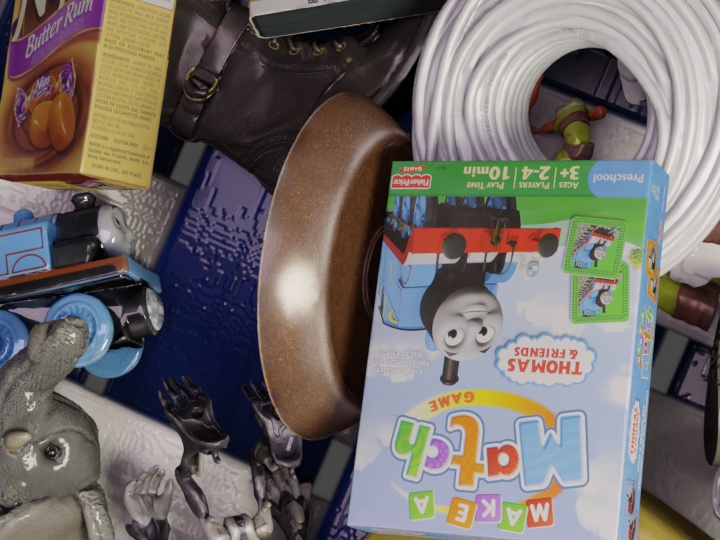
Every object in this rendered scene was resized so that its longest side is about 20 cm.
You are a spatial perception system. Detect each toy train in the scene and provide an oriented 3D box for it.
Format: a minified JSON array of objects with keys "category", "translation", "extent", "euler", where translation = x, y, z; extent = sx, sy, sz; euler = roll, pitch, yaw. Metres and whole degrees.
[{"category":"toy train","translation":[-0.223,0.019,1.124],"extent":[0.199,0.087,0.115],"euler":[-12,78,10]}]

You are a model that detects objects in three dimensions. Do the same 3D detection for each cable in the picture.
[{"category":"cable","translation":[0.124,-0.085,0.992],"extent":[0.199,0.069,0.202],"euler":[-5,90,26]}]

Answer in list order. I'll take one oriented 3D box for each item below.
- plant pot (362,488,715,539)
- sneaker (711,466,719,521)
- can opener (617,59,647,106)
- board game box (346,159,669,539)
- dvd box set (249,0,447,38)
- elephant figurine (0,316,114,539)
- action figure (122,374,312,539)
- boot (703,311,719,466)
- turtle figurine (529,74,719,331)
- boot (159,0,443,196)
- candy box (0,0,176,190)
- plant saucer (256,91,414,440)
[{"category":"plant pot","translation":[0.102,0.195,0.997],"extent":[0.200,0.195,0.195],"euler":[41,95,18]},{"category":"sneaker","translation":[0.227,0.133,0.971],"extent":[0.081,0.200,0.076],"euler":[14,97,19]},{"category":"can opener","translation":[0.228,-0.116,1.002],"extent":[0.199,0.066,0.053],"euler":[11,104,48]},{"category":"board game box","translation":[0.078,0.042,0.933],"extent":[0.150,0.037,0.202],"euler":[1,77,26]},{"category":"dvd box set","translation":[0.001,-0.244,1.089],"extent":[0.145,0.029,0.201],"euler":[-7,65,11]},{"category":"elephant figurine","translation":[-0.208,0.133,1.077],"extent":[0.199,0.155,0.142],"euler":[-27,81,7]},{"category":"action figure","translation":[-0.080,0.152,1.077],"extent":[0.118,0.102,0.201],"euler":[-4,127,-16]},{"category":"boot","translation":[0.295,0.059,0.982],"extent":[0.199,0.182,0.073],"euler":[10,123,12]},{"category":"turtle figurine","translation":[0.142,-0.032,1.062],"extent":[0.160,0.064,0.202],"euler":[13,89,12]},{"category":"boot","translation":[-0.049,-0.140,1.106],"extent":[0.174,0.069,0.201],"euler":[36,94,13]},{"category":"candy box","translation":[-0.169,-0.153,1.106],"extent":[0.116,0.056,0.202],"euler":[2,82,50]},{"category":"plant saucer","translation":[0.000,0.000,1.018],"extent":[0.034,0.200,0.202],"euler":[8,88,23]}]
